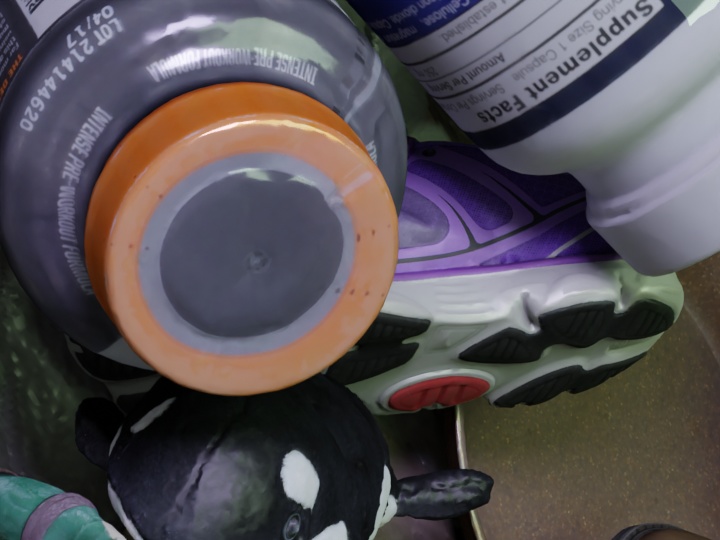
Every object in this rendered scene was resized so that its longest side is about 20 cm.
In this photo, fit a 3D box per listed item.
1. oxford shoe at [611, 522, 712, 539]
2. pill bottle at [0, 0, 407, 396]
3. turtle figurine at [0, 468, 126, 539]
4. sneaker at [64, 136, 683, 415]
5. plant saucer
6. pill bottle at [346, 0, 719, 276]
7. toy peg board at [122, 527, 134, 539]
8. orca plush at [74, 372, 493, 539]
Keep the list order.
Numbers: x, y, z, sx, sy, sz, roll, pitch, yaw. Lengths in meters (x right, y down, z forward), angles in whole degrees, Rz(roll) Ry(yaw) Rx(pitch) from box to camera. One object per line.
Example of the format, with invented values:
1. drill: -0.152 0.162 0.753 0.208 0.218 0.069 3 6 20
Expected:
1. oxford shoe: 0.165 0.143 0.889 0.200 0.084 0.073 36 57 -11
2. pill bottle: -0.051 -0.041 0.705 0.106 0.200 0.107 -7 116 -14
3. turtle figurine: -0.135 0.061 0.686 0.149 0.101 0.201 -12 86 -3
4. sneaker: 0.000 0.000 0.835 0.200 0.081 0.084 -3 56 -28
5. plant saucer: 0.093 0.061 0.936 0.200 0.037 0.201 12 72 -40
6. pill bottle: 0.052 -0.101 0.786 0.200 0.116 0.116 47 52 -14
7. toy peg board: 0.007 0.180 0.784 0.199 0.098 0.200 39 55 -30
8. orca plush: -0.005 0.043 0.745 0.071 0.105 0.200 -60 151 6
